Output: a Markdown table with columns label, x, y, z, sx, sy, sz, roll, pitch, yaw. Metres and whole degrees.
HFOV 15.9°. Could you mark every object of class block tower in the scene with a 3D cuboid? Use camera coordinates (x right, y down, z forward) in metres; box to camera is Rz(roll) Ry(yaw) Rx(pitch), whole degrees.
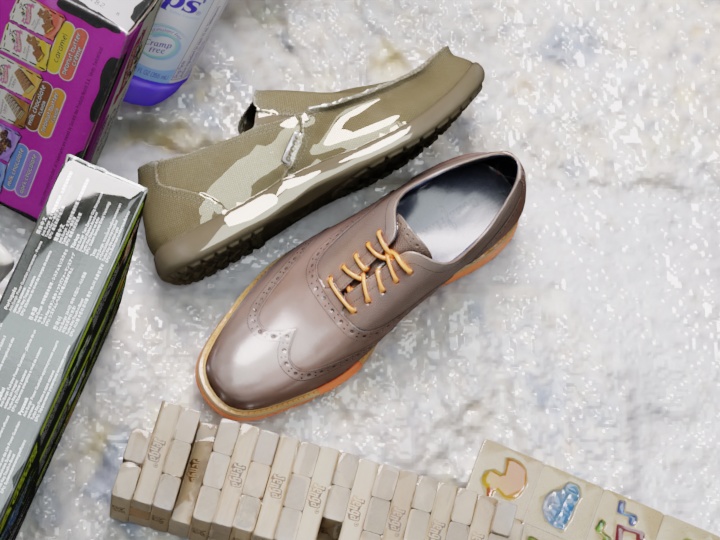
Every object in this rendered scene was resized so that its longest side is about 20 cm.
| label | x | y | z | sx | sy | sz | roll | pitch | yaw |
| --- | --- | --- | --- | --- | --- | --- | --- | --- | --- |
| block tower | -0.019 | 0.119 | 1.263 | 0.200 | 0.058 | 0.054 | 16 | 72 | -1 |

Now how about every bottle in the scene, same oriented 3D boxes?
| label | x | y | z | sx | sy | sz | roll | pitch | yaw |
| --- | --- | --- | --- | --- | --- | --- | --- | --- | --- |
| bottle | -0.090 | -0.171 | 1.271 | 0.083 | 0.200 | 0.065 | 27 | 42 | -8 |

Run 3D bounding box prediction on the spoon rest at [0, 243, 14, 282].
| label | x | y | z | sx | sy | sz | roll | pitch | yaw |
| --- | --- | --- | --- | --- | --- | --- | --- | --- | --- |
| spoon rest | -0.248 | 0.056 | 1.261 | 0.200 | 0.061 | 0.099 | -44 | 82 | -4 |

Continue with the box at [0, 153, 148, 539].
| label | x | y | z | sx | sy | sz | roll | pitch | yaw |
| --- | --- | --- | --- | --- | --- | --- | --- | --- | --- |
| box | -0.161 | 0.069 | 1.190 | 0.047 | 0.193 | 0.200 | 23 | 72 | 0 |

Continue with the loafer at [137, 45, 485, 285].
| label | x | y | z | sx | sy | sz | roll | pitch | yaw |
| --- | --- | --- | --- | --- | --- | --- | --- | --- | --- |
| loafer | -0.027 | -0.066 | 1.313 | 0.200 | 0.076 | 0.067 | -30 | 86 | -16 |

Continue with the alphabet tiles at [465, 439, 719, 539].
| label | x | y | z | sx | sy | sz | roll | pitch | yaw |
| --- | --- | --- | --- | --- | --- | --- | --- | --- | --- |
| alphabet tiles | 0.093 | 0.184 | 1.291 | 0.200 | 0.006 | 0.167 | 23 | 72 | -1 |

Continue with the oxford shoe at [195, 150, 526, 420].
| label | x | y | z | sx | sy | sz | roll | pitch | yaw |
| --- | --- | --- | --- | --- | --- | --- | --- | --- | --- |
| oxford shoe | 0.000 | 0.000 | 1.297 | 0.200 | 0.073 | 0.071 | -39 | 83 | -17 |

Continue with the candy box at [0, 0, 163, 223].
| label | x | y | z | sx | sy | sz | roll | pitch | yaw |
| --- | --- | --- | --- | --- | --- | --- | --- | --- | --- |
| candy box | -0.209 | -0.126 | 1.270 | 0.200 | 0.136 | 0.061 | 28 | 39 | 0 |
